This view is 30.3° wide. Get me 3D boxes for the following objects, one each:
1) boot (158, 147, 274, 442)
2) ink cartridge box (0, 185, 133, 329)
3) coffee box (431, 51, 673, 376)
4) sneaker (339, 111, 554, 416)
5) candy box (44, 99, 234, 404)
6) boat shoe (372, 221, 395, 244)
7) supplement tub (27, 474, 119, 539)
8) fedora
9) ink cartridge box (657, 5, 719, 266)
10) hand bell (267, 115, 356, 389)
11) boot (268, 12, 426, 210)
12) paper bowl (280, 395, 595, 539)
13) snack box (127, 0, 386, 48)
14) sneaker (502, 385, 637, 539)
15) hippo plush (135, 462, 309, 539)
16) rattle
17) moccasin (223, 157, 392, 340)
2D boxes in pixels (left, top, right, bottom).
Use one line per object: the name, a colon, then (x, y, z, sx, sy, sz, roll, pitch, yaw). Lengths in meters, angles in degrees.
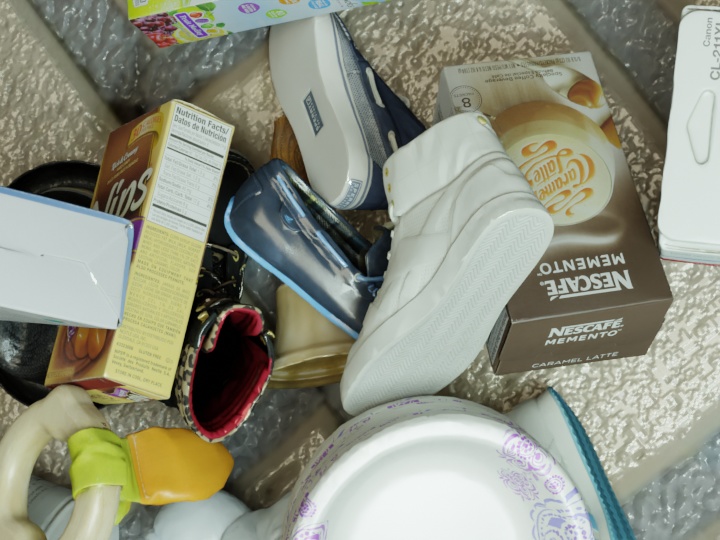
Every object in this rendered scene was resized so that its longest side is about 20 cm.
boot: (-0.105, 0.017, 0.970, 0.072, 0.150, 0.203, 19, 95, -26)
ink cartridge box: (-0.265, -0.010, 0.899, 0.198, 0.135, 0.078, -2, 77, 47)
coffee box: (0.125, -0.041, 0.905, 0.112, 0.080, 0.203, -8, 61, -9)
sneaker: (0.040, -0.005, 0.851, 0.201, 0.073, 0.117, -53, 42, 31)
candy box: (-0.160, -0.010, 0.953, 0.056, 0.116, 0.203, 22, 71, -29)
boat shoe: (0.098, 0.012, 0.960, 0.196, 0.067, 0.075, 14, 134, 7)
supplement tub: (-0.302, 0.211, 1.027, 0.197, 0.132, 0.134, 18, 93, 13)
fedora: (-0.241, 0.013, 1.034, 0.197, 0.092, 0.204, 0, 89, 13)
ink cartridge box: (0.241, -0.078, 0.870, 0.081, 0.200, 0.148, 6, 91, 12)
hand bell: (-0.041, -0.021, 1.005, 0.102, 0.104, 0.203, -13, 75, 12)
boot: (-0.006, -0.128, 1.002, 0.073, 0.089, 0.203, -42, 52, 43)
paper bowl: (0.045, 0.183, 0.861, 0.197, 0.104, 0.204, -1, 97, -8)
snack box: (-0.074, -0.269, 0.969, 0.197, 0.068, 0.172, -9, 77, 13)
sneaker: (0.144, 0.185, 0.934, 0.080, 0.076, 0.202, -29, 53, 14)
hippo plush: (-0.090, 0.219, 0.963, 0.158, 0.159, 0.203, 4, 109, 24)
rattle: (-0.208, 0.183, 0.946, 0.130, 0.142, 0.201, 39, 106, 22)
moccasin: (0.000, 0.000, 0.913, 0.199, 0.081, 0.068, 34, 108, -14)
